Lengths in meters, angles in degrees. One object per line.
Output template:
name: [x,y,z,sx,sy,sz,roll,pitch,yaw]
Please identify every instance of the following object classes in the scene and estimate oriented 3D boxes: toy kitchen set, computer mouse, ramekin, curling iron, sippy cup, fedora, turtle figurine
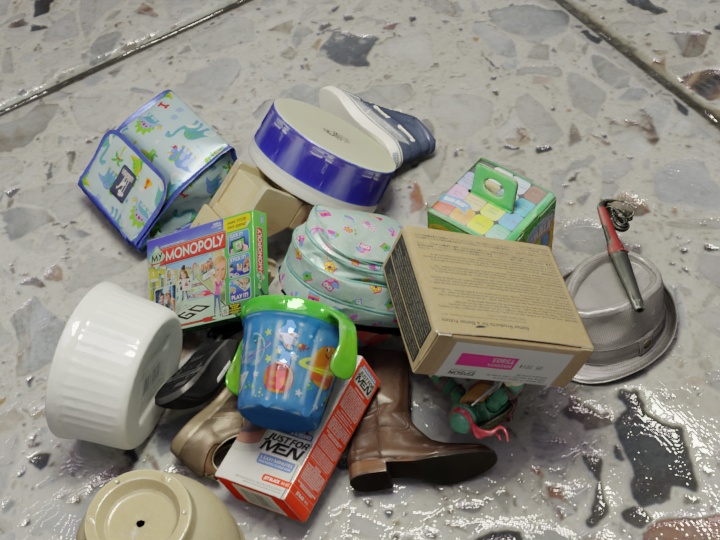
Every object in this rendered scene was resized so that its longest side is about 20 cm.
toy kitchen set: [-0.123,-0.008,1.596,0.163,0.180,0.200,44,107,37]
computer mouse: [-0.166,0.113,1.466,0.140,0.046,0.200,-23,18,30]
ramekin: [-0.296,0.123,1.430,0.097,0.201,0.201,17,54,9]
curling iron: [0.337,-0.024,1.478,0.049,0.026,0.200,1,43,-1]
sippy cup: [-0.083,0.114,1.343,0.139,0.178,0.131,14,67,-4]
fedora: [0.314,0.043,1.492,0.200,0.090,0.177,-25,52,-13]
turtle figurine: [0.148,0.139,1.392,0.149,0.101,0.200,3,21,36]

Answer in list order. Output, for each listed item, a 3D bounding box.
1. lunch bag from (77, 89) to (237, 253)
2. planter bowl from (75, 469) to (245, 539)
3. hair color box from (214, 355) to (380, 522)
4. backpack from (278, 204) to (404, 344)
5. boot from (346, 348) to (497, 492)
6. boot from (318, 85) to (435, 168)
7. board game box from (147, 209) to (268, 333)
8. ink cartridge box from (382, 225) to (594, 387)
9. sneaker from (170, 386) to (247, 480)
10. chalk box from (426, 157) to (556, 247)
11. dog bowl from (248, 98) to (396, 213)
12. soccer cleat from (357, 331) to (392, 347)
lunch bag: [-0.294,-0.140,1.696,0.200,0.128,0.170,-41,59,-9]
planter bowl: [-0.235,0.308,1.307,0.200,0.135,0.201,-3,51,3]
hair color box: [-0.074,0.189,1.401,0.111,0.064,0.200,10,58,35]
backpack: [0.000,0.000,1.416,0.200,0.127,0.167,11,25,-29]
boot: [0.065,0.169,1.440,0.186,0.064,0.200,-6,46,1]
boot: [0.023,-0.223,1.768,0.090,0.073,0.200,-21,52,-30]
board game box: [-0.202,0.008,1.521,0.200,0.029,0.135,-14,74,37]
ink cartridge box: [0.140,0.041,1.306,0.200,0.075,0.165,8,44,-23]
sneaker: [-0.146,0.179,1.460,0.076,0.070,0.200,40,66,10]
chalk box: [0.170,-0.051,1.515,0.124,0.200,0.124,31,60,27]
dog bowl: [-0.052,-0.159,1.634,0.200,0.079,0.200,27,19,-10]
soccer cleat: [-0.007,0.017,1.569,0.076,0.067,0.200,-11,53,3]
